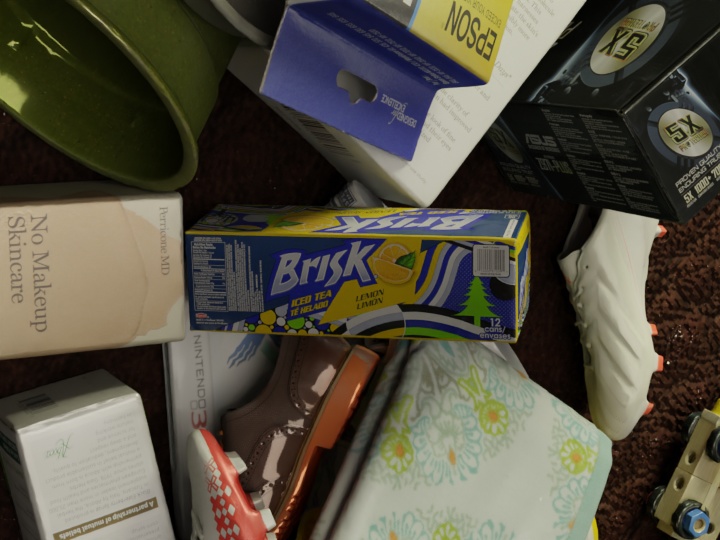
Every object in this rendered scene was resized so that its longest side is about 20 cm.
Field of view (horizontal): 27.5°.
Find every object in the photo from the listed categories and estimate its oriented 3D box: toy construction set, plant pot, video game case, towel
[{"bbox_3d":[0.297,0.170,1.125,0.130,0.092,0.202,26,75,-26],"label":"toy construction set"},{"bbox_3d":[-0.122,-0.182,0.829,0.200,0.199,0.191,45,67,-24],"label":"plant pot"},{"bbox_3d":[-0.034,0.074,0.985,0.198,0.022,0.185,-8,101,-25],"label":"video game case"},{"bbox_3d":[0.063,0.150,0.910,0.171,0.048,0.201,36,65,-26],"label":"towel"}]

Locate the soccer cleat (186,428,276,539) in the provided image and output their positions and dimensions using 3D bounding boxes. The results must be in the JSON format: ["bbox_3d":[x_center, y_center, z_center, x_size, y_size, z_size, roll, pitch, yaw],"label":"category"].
[{"bbox_3d":[-0.082,0.196,0.872,0.084,0.069,0.202,-18,96,-9],"label":"soccer cleat"}]

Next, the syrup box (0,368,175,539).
[{"bbox_3d":[-0.160,0.172,0.906,0.081,0.079,0.202,-16,104,-23],"label":"syrup box"}]

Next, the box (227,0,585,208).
[{"bbox_3d":[0.030,-0.167,0.933,0.152,0.106,0.201,43,79,-24],"label":"box"}]

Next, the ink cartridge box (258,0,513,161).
[{"bbox_3d":[0.033,-0.168,0.793,0.197,0.047,0.202,13,91,-65],"label":"ink cartridge box"}]

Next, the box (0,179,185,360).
[{"bbox_3d":[-0.207,0.000,0.858,0.198,0.078,0.096,-6,102,-23],"label":"box"}]

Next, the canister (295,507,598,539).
[{"bbox_3d":[0.056,0.221,0.997,0.198,0.086,0.150,-3,112,-32],"label":"canister"}]

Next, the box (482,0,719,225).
[{"bbox_3d":[0.186,-0.123,0.963,0.163,0.200,0.086,-40,113,-14],"label":"box"}]

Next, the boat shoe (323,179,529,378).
[{"bbox_3d":[0.034,0.031,0.969,0.070,0.071,0.200,-39,117,12],"label":"boat shoe"}]

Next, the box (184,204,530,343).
[{"bbox_3d":[0.000,0.000,0.880,0.197,0.070,0.065,2,107,12],"label":"box"}]

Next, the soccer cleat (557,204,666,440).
[{"bbox_3d":[0.174,0.019,1.055,0.077,0.069,0.203,6,88,-21],"label":"soccer cleat"}]

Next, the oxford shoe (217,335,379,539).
[{"bbox_3d":[-0.063,0.126,0.942,0.072,0.071,0.201,29,91,5],"label":"oxford shoe"}]

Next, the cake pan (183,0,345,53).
[{"bbox_3d":[-0.050,-0.210,0.768,0.199,0.036,0.203,4,84,-51],"label":"cake pan"}]
